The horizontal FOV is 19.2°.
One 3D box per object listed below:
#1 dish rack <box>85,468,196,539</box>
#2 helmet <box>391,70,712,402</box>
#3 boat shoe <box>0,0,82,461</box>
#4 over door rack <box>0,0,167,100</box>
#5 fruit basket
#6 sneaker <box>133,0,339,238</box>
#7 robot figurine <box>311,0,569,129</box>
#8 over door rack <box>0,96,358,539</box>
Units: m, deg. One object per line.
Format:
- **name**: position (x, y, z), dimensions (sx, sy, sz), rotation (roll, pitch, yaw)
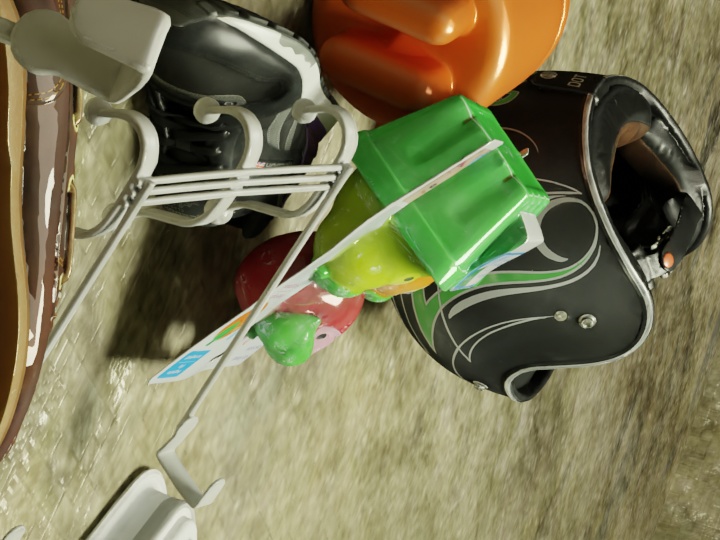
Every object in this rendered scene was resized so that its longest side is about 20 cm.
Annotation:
- **dish rack**: position (-0.122, 0.219, 1.075), dimensions (0.172, 0.043, 0.200), rotation (-54, 155, -49)
- **helmet**: position (0.104, -0.022, 1.324), dimensions (0.200, 0.191, 0.200), rotation (27, 54, -45)
- **boat shoe**: position (-0.133, -0.017, 0.775), dimensions (0.070, 0.070, 0.200), rotation (-24, 128, -63)
- **over door rack**: position (-0.159, -0.011, 0.465), dimensions (0.067, 0.200, 0.148), rotation (90, 19, -77)
- **fruit basket**: position (0.000, 0.000, 1.062), dimensions (0.200, 0.094, 0.185), rotation (-41, 174, 8)
- **sneaker**: position (-0.062, -0.064, 0.964), dimensions (0.088, 0.076, 0.200), rotation (-66, 162, -7)
- **robot figurine**: position (0.048, -0.144, 1.157), dimensions (0.200, 0.117, 0.144), rotation (-38, 111, -63)
- **over door rack**: position (-0.094, 0.015, 0.900), dimensions (0.148, 0.067, 0.200), rotation (-7, 126, -54)
